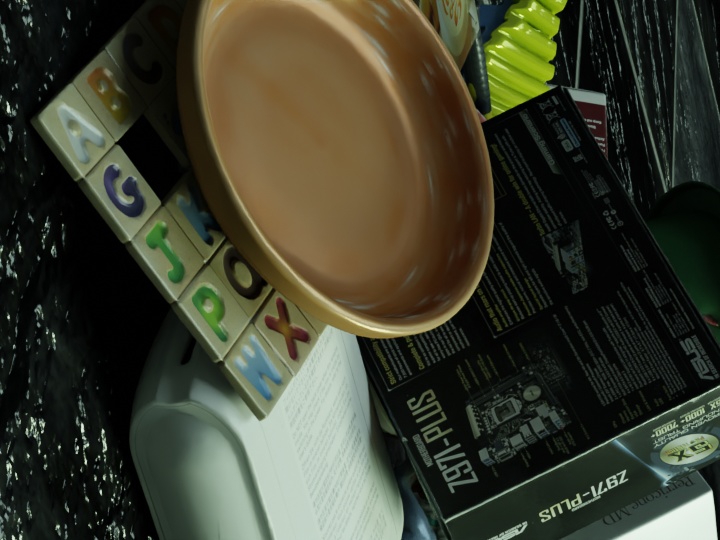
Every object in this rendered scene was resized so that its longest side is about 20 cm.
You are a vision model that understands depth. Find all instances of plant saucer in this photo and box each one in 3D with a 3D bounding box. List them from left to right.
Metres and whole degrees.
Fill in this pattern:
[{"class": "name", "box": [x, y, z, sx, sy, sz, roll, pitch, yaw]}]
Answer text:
[{"class": "plant saucer", "box": [-0.015, -0.061, 1.078, 0.200, 0.037, 0.201, 24, 54, -39]}]

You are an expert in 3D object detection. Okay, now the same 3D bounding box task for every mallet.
[{"class": "mallet", "box": [0.093, -0.104, 1.606, 0.041, 0.066, 0.200, -45, 149, -30]}]

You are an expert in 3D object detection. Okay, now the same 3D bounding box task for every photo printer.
[{"class": "photo printer", "box": [-0.044, 0.089, 1.107, 0.166, 0.069, 0.200, -64, 145, -53]}]

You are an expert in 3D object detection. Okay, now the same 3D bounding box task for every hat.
[{"class": "hat", "box": [0.130, 0.020, 1.403, 0.166, 0.176, 0.200, 117, -35, -43]}]

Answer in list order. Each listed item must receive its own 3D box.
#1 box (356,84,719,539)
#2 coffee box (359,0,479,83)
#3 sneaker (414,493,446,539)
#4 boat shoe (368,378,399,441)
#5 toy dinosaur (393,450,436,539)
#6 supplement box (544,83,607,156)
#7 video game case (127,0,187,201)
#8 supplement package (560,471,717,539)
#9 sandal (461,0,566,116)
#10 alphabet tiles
[{"class": "box", "box": [0.082, 0.031, 1.198, 0.200, 0.164, 0.086, 62, -3, 30]}, {"class": "coffee box", "box": [0.002, -0.142, 1.251, 0.200, 0.080, 0.115, -64, 143, -62]}, {"class": "sneaker", "box": [0.049, 0.212, 1.431, 0.091, 0.077, 0.200, 89, 9, -53]}, {"class": "boat shoe", "box": [0.000, 0.000, 1.323, 0.060, 0.072, 0.200, -22, -98, 63]}, {"class": "toy dinosaur", "box": [0.004, 0.196, 1.303, 0.182, 0.200, 0.105, -66, -167, -20]}, {"class": "supplement box", "box": [0.140, -0.026, 1.734, 0.109, 0.061, 0.200, 138, -45, -62]}, {"class": "video game case", "box": [-0.071, -0.098, 1.173, 0.200, 0.025, 0.181, 35, 51, -70]}, {"class": "supplement package", "box": [0.113, 0.121, 1.353, 0.200, 0.114, 0.110, 54, -16, 44]}, {"class": "sandal", "box": [0.100, -0.180, 1.708, 0.079, 0.087, 0.200, 40, 65, -43]}, {"class": "alphabet tiles", "box": [-0.056, -0.050, 1.065, 0.167, 0.008, 0.200, 53, 36, -15]}]
